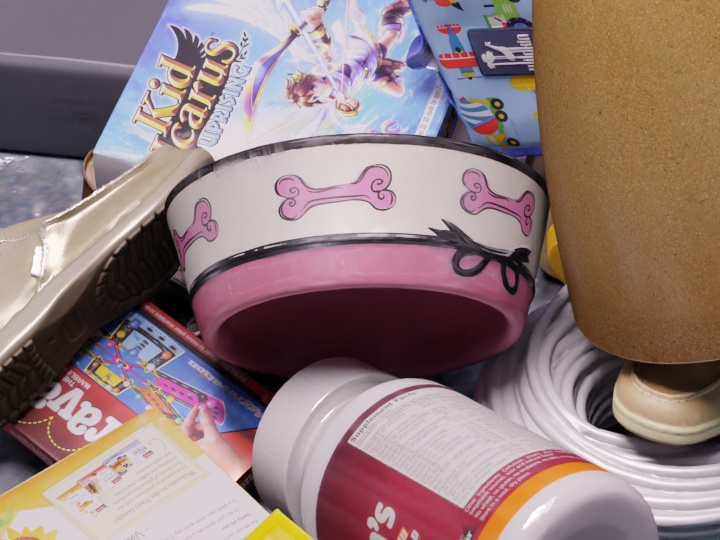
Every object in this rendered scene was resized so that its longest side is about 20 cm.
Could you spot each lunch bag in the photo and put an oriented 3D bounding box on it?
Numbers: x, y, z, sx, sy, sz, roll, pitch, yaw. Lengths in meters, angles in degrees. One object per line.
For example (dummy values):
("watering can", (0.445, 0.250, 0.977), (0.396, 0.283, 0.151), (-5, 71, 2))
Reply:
("lunch bag", (0.116, -0.143, 1.376), (0.200, 0.151, 0.094), (-10, 37, 24))

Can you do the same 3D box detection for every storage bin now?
("storage bin", (-0.154, -0.149, 1.581), (0.200, 0.146, 0.134), (5, 47, 6))

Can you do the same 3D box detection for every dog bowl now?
("dog bowl", (0.000, 0.000, 1.295), (0.200, 0.200, 0.074), (-2, 71, -3))

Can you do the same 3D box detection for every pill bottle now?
("pill bottle", (0.041, 0.117, 1.225), (0.109, 0.110, 0.200), (-26, 32, -30))

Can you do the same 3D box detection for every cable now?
("cable", (0.157, 0.082, 1.323), (0.200, 0.069, 0.200), (30, 47, 32))

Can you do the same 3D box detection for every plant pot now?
("plant pot", (0.159, -0.087, 1.239), (0.186, 0.200, 0.186), (-20, 27, 10))

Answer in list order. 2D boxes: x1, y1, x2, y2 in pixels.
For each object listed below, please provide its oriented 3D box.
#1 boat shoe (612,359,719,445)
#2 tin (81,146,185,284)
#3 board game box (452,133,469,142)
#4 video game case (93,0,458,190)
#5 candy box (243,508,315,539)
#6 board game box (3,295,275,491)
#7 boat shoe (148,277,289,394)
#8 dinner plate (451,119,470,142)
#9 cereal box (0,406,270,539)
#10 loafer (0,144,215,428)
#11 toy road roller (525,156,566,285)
("boat shoe", (0.191, 0.015, 1.299), (0.073, 0.063, 0.200), (21, 43, 24))
("tin", (-0.078, -0.024, 1.471), (0.200, 0.042, 0.112), (30, 31, 33))
("board game box", (0.021, -0.117, 1.602), (0.151, 0.047, 0.200), (12, 38, 13))
("video game case", (-0.035, -0.107, 1.463), (0.181, 0.045, 0.200), (15, 56, 11))
("candy box", (0.004, 0.202, 1.147), (0.200, 0.026, 0.102), (38, 48, 15))
("board game box", (-0.136, 0.061, 1.342), (0.200, 0.019, 0.103), (35, 67, 26))
("boat shoe", (-0.117, 0.029, 1.398), (0.200, 0.057, 0.067), (20, 41, 24))
("dinner plate", (0.023, -0.112, 1.530), (0.200, 0.024, 0.200), (-1, 43, 1))
("cereal box", (-0.091, 0.166, 1.209), (0.144, 0.040, 0.200), (-29, 56, -32))
("loafer", (-0.157, -0.003, 1.331), (0.068, 0.076, 0.200), (38, 67, 21))
("toy road roller", (0.207, -0.046, 1.476), (0.200, 0.146, 0.123), (-30, 30, 23))
